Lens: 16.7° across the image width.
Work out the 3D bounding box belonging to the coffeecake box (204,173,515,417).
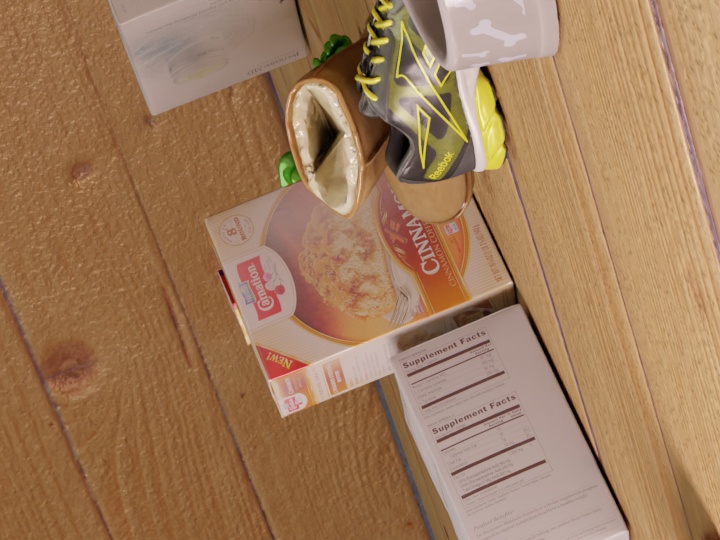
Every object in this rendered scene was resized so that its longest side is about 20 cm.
[{"bbox_3d":[0.000,0.000,1.887,0.073,0.199,0.154,75,172,-62],"label":"coffeecake box"}]

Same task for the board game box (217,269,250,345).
[{"bbox_3d":[-0.028,-0.002,2.292,0.152,0.199,0.047,-129,17,-75],"label":"board game box"}]

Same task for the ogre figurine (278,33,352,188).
[{"bbox_3d":[-0.021,-0.100,2.206,0.098,0.201,0.120,32,179,-31],"label":"ogre figurine"}]

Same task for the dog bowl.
[{"bbox_3d":[0.041,-0.197,1.294,0.200,0.058,0.201,158,90,-87],"label":"dog bowl"}]

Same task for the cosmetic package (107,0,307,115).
[{"bbox_3d":[-0.181,-0.304,2.784,0.200,0.198,0.124,75,172,-63],"label":"cosmetic package"}]

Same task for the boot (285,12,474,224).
[{"bbox_3d":[0.012,-0.081,1.677,0.200,0.066,0.176,-56,-50,-62],"label":"boot"}]

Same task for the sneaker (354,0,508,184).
[{"bbox_3d":[0.032,-0.137,1.547,0.075,0.084,0.201,-123,10,-62],"label":"sneaker"}]

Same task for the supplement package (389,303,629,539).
[{"bbox_3d":[0.111,0.148,1.808,0.114,0.109,0.201,75,172,-62],"label":"supplement package"}]
